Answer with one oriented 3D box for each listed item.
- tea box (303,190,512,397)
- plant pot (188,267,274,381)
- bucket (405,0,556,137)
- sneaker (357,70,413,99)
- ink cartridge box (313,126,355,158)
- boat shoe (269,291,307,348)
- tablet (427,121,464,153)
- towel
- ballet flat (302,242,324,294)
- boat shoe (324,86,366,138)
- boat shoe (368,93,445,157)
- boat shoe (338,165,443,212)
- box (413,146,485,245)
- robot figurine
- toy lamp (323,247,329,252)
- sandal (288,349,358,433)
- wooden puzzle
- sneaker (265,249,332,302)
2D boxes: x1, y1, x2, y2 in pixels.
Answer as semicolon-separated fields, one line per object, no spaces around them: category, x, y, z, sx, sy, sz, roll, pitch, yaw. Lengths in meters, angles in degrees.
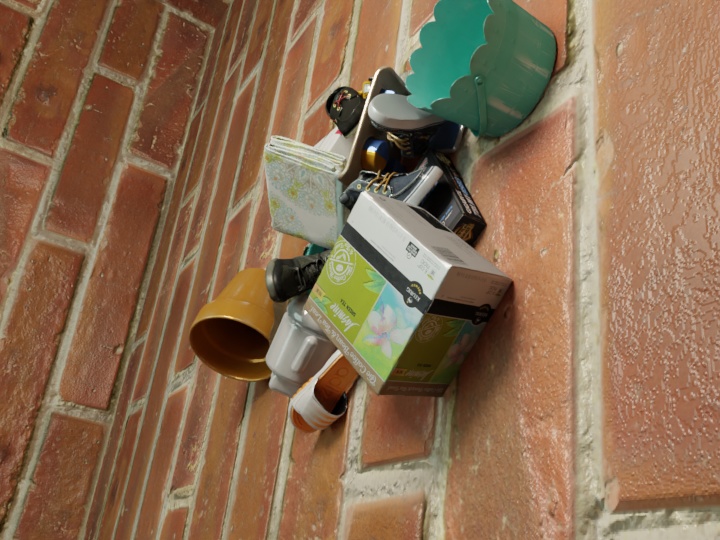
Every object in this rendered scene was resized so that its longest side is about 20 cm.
tea box;0.057;0.033;0.993;0.200;0.133;0.198;44;114;42
plant pot;-0.238;0.101;1.563;0.200;0.199;0.184;-45;19;42
bucket;0.171;-0.299;1.059;0.207;0.134;0.209;-45;34;42
sneaker;0.046;-0.330;1.398;0.199;0.082;0.079;-14;59;60
ink cartridge box;-0.057;-0.209;1.477;0.200;0.083;0.146;-28;29;57
boat shoe;-0.132;0.109;1.425;0.073;0.062;0.202;28;118;47
tablet;0.158;-0.291;1.224;0.130;0.014;0.202;16;88;65
towel;-0.088;-0.132;1.310;0.048;0.170;0.201;-47;-32;-40
ballet flat;-0.091;-0.008;1.463;0.201;0.075;0.064;-60;11;14
boat shoe;-0.025;-0.285;1.305;0.074;0.063;0.202;-46;19;7
boat shoe;0.068;-0.218;1.141;0.071;0.200;0.091;43;123;20
boat shoe;0.038;-0.122;1.121;0.071;0.091;0.200;-51;9;-36
box;0.095;-0.060;1.146;0.201;0.049;0.199;-55;30;28
robot figurine;-0.098;0.128;1.322;0.170;0.112;0.201;-109;42;-75
toy lamp;-0.018;-0.086;1.381;0.201;0.058;0.058;-65;26;14
sandal;-0.053;0.207;1.215;0.207;0.079;0.059;-55;26;25
wooden puzzle;0.047;-0.219;1.256;0.046;0.185;0.202;21;89;25
sneaker;-0.092;0.005;1.292;0.113;0.199;0.077;-12;92;19
